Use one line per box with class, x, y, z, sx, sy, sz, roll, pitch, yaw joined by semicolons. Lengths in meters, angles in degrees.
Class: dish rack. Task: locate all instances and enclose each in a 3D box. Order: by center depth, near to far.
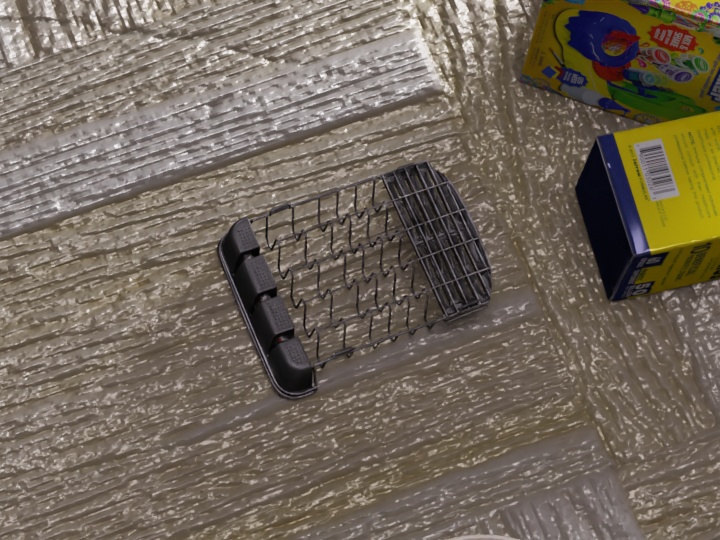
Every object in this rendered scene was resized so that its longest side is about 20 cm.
dish rack;0.000;0.000;1.776;0.199;0.055;0.154;-20;73;-13

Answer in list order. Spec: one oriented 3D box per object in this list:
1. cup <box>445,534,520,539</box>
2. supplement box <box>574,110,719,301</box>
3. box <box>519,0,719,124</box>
cup;0.085;0.308;1.614;0.199;0.143;0.201;1;70;-3
supplement box;0.290;-0.060;1.788;0.199;0.109;0.110;-12;71;-9
box;0.249;-0.219;1.798;0.192;0.200;0.122;18;69;4
